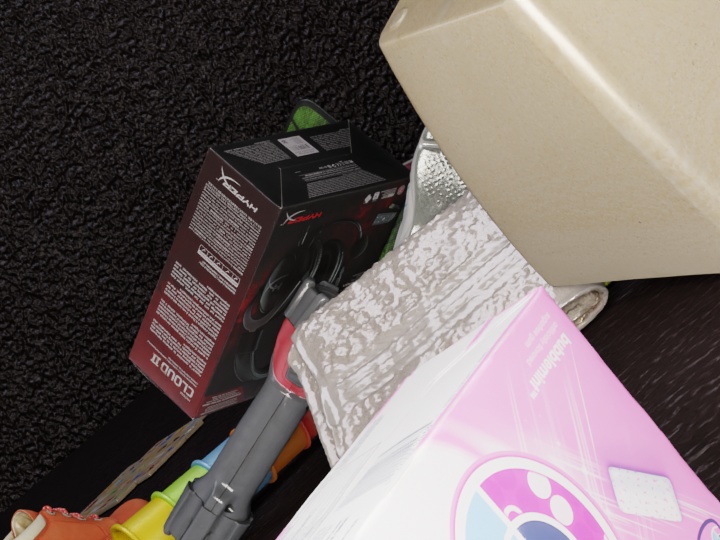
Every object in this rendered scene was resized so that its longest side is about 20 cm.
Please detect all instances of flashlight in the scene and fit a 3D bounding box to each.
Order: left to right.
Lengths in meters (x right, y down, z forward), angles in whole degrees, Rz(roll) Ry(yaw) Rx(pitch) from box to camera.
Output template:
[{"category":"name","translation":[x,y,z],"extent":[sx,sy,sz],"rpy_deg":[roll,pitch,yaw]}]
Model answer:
[{"category":"flashlight","translation":[-0.061,0.104,1.225],"extent":[0.201,0.067,0.068],"rpy_deg":[-58,38,11]}]

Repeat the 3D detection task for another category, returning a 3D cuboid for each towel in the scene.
[{"category":"towel","translation":[0.045,0.030,1.080],"extent":[0.200,0.034,0.133],"rpy_deg":[-40,44,14]}]

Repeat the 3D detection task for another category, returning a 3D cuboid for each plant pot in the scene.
[{"category":"plant pot","translation":[0.131,-0.128,0.931],"extent":[0.200,0.177,0.201],"rpy_deg":[-7,50,62]}]

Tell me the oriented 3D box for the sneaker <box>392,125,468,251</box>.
[{"category":"sneaker","translation":[0.058,-0.040,1.191],"extent":[0.080,0.070,0.202],"rpy_deg":[-54,-13,-82]}]

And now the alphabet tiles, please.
[{"category":"alphabet tiles","translation":[-0.258,0.233,2.090],"extent":[0.166,0.006,0.200],"rpy_deg":[-45,7,-39]}]

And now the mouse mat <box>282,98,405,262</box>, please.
[{"category":"mouse mat","translation":[-0.028,-0.004,1.326],"extent":[0.007,0.161,0.201],"rpy_deg":[-15,-42,-49]}]

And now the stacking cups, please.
[{"category":"stacking cups","translation":[-0.093,0.156,1.349],"extent":[0.200,0.061,0.060],"rpy_deg":[-37,3,-27]}]

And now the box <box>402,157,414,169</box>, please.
[{"category":"box","translation":[0.000,0.000,1.460],"extent":[0.199,0.110,0.128],"rpy_deg":[-35,5,-38]}]

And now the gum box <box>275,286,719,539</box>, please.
[{"category":"gum box","translation":[0.030,0.106,0.495],"extent":[0.066,0.114,0.200],"rpy_deg":[-36,6,37]}]

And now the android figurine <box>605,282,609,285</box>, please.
[{"category":"android figurine","translation":[0.138,-0.016,1.166],"extent":[0.182,0.041,0.200],"rpy_deg":[-45,8,-38]}]

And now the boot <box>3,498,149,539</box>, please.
[{"category":"boot","translation":[-0.224,0.218,1.440],"extent":[0.075,0.107,0.200],"rpy_deg":[-39,4,26]}]

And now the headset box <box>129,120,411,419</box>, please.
[{"category":"headset box","translation":[-0.065,0.006,1.256],"extent":[0.148,0.077,0.201],"rpy_deg":[-15,-43,-50]}]
